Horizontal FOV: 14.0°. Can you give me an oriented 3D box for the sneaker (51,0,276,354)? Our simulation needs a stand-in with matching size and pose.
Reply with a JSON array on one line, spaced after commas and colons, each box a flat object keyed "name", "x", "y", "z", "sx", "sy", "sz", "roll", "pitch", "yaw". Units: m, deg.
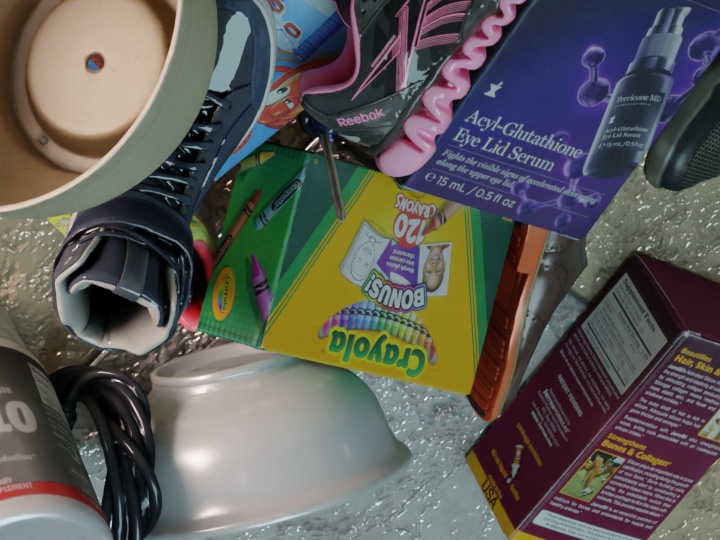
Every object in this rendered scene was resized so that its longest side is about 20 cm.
[{"name": "sneaker", "x": -0.104, "y": -0.049, "z": 1.565, "sx": 0.077, "sy": 0.146, "sz": 0.203, "roll": 23, "pitch": 115, "yaw": -9}]

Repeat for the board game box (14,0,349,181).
[{"name": "board game box", "x": -0.069, "y": -0.174, "z": 1.625, "sx": 0.196, "sy": 0.056, "sz": 0.200, "roll": -39, "pitch": 136, "yaw": 10}]

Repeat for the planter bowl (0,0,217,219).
[{"name": "planter bowl", "x": -0.153, "y": -0.116, "z": 1.477, "sx": 0.200, "sy": 0.200, "sz": 0.135, "roll": -40, "pitch": 160, "yaw": 11}]

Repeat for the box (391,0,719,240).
[{"name": "box", "x": 0.111, "y": -0.136, "z": 1.718, "sx": 0.148, "sy": 0.104, "sz": 0.200, "roll": 14, "pitch": 122, "yaw": -35}]

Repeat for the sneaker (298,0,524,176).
[{"name": "sneaker", "x": 0.033, "y": -0.151, "z": 1.613, "sx": 0.095, "sy": 0.079, "sz": 0.200, "roll": 26, "pitch": 108, "yaw": -12}]

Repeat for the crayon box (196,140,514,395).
[{"name": "crayon box", "x": 0.000, "y": 0.000, "z": 1.759, "sx": 0.200, "sy": 0.058, "sz": 0.119, "roll": 14, "pitch": 90, "yaw": -48}]

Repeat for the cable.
[{"name": "cable", "x": -0.182, "y": 0.141, "z": 1.781, "sx": 0.051, "sy": 0.163, "sz": 0.200, "roll": 15, "pitch": 114, "yaw": -31}]

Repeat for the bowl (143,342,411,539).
[{"name": "bowl", "x": -0.073, "y": 0.096, "z": 1.809, "sx": 0.200, "sy": 0.201, "sz": 0.091, "roll": -14, "pitch": 99, "yaw": -15}]

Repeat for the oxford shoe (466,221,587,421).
[{"name": "oxford shoe", "x": 0.111, "y": 0.015, "z": 1.884, "sx": 0.072, "sy": 0.071, "sz": 0.200, "roll": -11, "pitch": 134, "yaw": -28}]

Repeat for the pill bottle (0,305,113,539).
[{"name": "pill bottle", "x": -0.223, "y": 0.110, "z": 1.702, "sx": 0.114, "sy": 0.200, "sz": 0.114, "roll": -14, "pitch": 135, "yaw": -15}]

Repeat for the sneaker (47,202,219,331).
[{"name": "sneaker", "x": -0.137, "y": -0.032, "z": 1.696, "sx": 0.078, "sy": 0.090, "sz": 0.200, "roll": -40, "pitch": 134, "yaw": 13}]

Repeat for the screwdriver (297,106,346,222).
[{"name": "screwdriver", "x": -0.015, "y": -0.070, "z": 1.651, "sx": 0.029, "sy": 0.200, "sz": 0.028, "roll": -13, "pitch": 116, "yaw": -5}]

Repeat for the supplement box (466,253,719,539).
[{"name": "supplement box", "x": 0.181, "y": 0.098, "z": 1.983, "sx": 0.110, "sy": 0.086, "sz": 0.200, "roll": 19, "pitch": 119, "yaw": -38}]

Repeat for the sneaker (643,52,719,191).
[{"name": "sneaker", "x": 0.264, "y": -0.086, "z": 1.787, "sx": 0.199, "sy": 0.114, "sz": 0.076, "roll": -27, "pitch": 148, "yaw": -40}]
